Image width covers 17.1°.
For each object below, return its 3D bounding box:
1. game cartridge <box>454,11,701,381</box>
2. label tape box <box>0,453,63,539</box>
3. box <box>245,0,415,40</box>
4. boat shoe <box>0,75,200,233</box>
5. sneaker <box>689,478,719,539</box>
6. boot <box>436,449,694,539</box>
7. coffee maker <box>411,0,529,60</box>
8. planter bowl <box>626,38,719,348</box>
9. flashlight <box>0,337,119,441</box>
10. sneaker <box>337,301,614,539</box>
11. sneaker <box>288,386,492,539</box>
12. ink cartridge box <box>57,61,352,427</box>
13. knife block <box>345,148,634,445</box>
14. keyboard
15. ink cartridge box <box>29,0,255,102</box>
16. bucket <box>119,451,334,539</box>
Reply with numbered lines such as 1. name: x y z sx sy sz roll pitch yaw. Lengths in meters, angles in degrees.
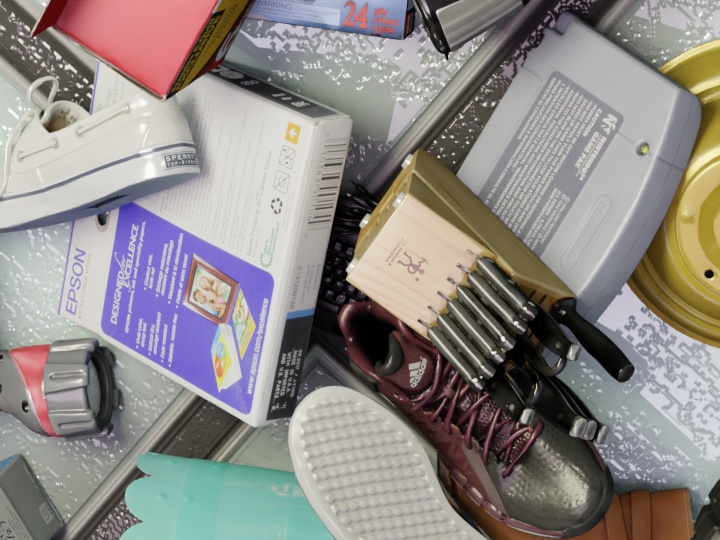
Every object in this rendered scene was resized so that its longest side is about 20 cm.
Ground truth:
1. game cartridge: 0.116 -0.040 1.434 0.133 0.041 0.201 41 104 44
2. label tape box: -0.295 0.206 1.557 0.143 0.200 0.066 -28 99 18
3. box: -0.059 -0.225 1.472 0.198 0.038 0.138 9 107 10
4. boat shoe: -0.187 -0.078 1.509 0.201 0.074 0.087 -16 84 43
5. sneaker: 0.283 0.127 1.465 0.079 0.075 0.200 40 100 -11
6. boot: 0.134 0.157 1.524 0.153 0.074 0.202 -15 99 7
7. coffee maker: 0.098 -0.246 1.375 0.198 0.135 0.194 -20 83 3
8. planter bowl: 0.236 -0.035 1.434 0.198 0.083 0.202 3 106 12
9. flashlight: -0.262 0.086 1.589 0.198 0.068 0.069 -7 105 13
10. sneaker: 0.056 0.084 1.429 0.200 0.115 0.076 36 90 29
11. sneaker: 0.025 0.155 1.447 0.078 0.079 0.200 -42 94 -13
12. ink cartridge box: -0.103 -0.031 1.514 0.199 0.043 0.200 25 112 38
13. knife block: 0.080 0.019 1.394 0.175 0.200 0.064 36 103 -5
14. keyboard: 0.000 0.000 1.520 0.198 0.040 0.105 20 109 5
15. ink cartridge box: -0.088 -0.206 1.370 0.083 0.176 0.201 32 110 2
16. bucket: -0.079 0.217 1.515 0.133 0.207 0.209 3 106 3
